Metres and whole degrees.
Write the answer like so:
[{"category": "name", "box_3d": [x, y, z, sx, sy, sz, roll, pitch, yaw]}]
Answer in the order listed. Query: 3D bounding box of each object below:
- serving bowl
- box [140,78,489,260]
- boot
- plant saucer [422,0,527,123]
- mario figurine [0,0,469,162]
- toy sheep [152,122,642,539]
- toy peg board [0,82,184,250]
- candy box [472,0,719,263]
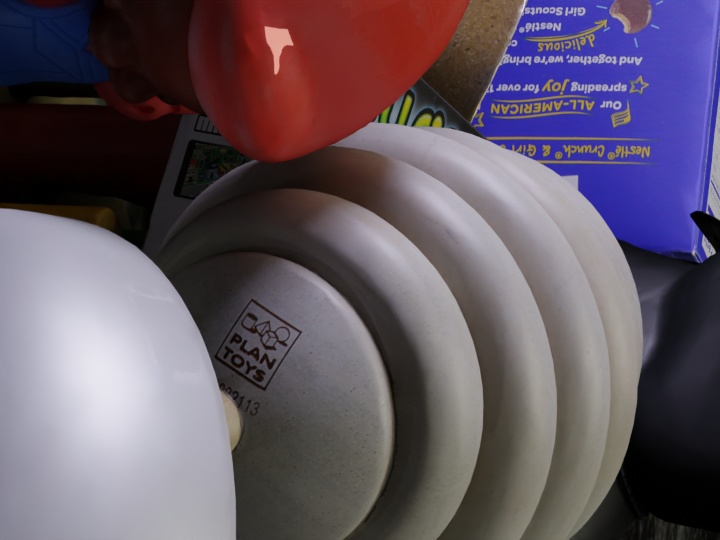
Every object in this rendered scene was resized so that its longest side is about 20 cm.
[{"category": "serving bowl", "box_3d": [-0.114, 0.076, 0.665, 0.066, 0.199, 0.202, 21, 68, -38]}, {"category": "box", "box_3d": [0.000, 0.000, 0.902, 0.200, 0.035, 0.111, 35, 69, -61]}, {"category": "boot", "box_3d": [0.094, 0.064, 0.876, 0.074, 0.161, 0.199, 63, 41, -49]}, {"category": "plant saucer", "box_3d": [0.004, -0.064, 1.097, 0.201, 0.035, 0.200, -58, -168, 20]}, {"category": "mario figurine", "box_3d": [-0.067, -0.084, 0.728, 0.123, 0.199, 0.107, -26, 117, -71]}, {"category": "toy sheep", "box_3d": [0.001, 0.029, 0.748, 0.200, 0.137, 0.139, -23, 114, -61]}, {"category": "toy peg board", "box_3d": [-0.076, 0.027, 0.884, 0.200, 0.097, 0.201, -70, 155, -44]}, {"category": "candy box", "box_3d": [0.071, -0.086, 1.224, 0.077, 0.168, 0.201, 50, 45, -61]}]
